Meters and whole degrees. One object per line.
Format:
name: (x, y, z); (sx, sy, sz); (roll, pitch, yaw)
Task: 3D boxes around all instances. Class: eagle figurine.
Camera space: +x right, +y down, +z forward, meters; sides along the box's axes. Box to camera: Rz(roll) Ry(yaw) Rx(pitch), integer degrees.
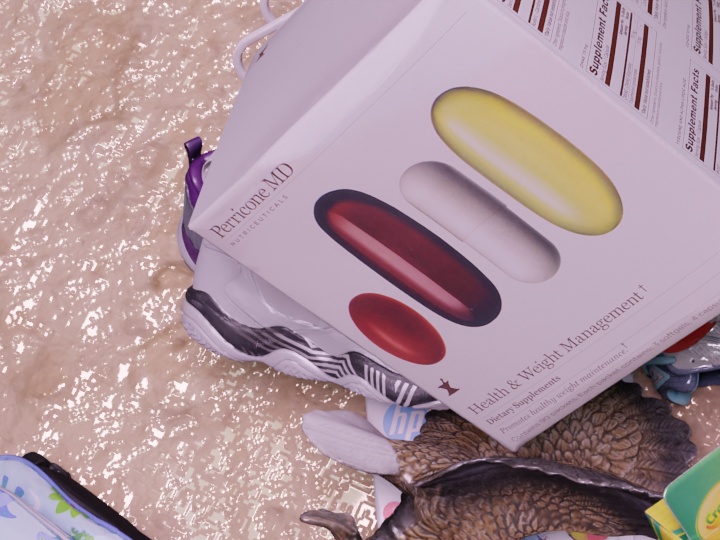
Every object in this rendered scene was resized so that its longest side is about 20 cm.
eagle figurine: (0.080, 0.118, 0.877); (0.200, 0.151, 0.152); (-29, 58, 10)

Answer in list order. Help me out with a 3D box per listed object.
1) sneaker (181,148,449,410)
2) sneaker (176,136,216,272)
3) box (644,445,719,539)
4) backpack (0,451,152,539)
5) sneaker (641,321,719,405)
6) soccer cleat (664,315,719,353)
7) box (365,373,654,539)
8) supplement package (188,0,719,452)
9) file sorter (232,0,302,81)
sneaker: (0.000, 0.000, 0.885); (0.200, 0.075, 0.115); (12, 118, 16)
sneaker: (-0.029, -0.002, 0.964); (0.200, 0.088, 0.074); (29, 57, 22)
box: (0.215, 0.143, 0.792); (0.117, 0.048, 0.200); (-34, 116, -10)
backpack: (-0.190, 0.220, 0.912); (0.183, 0.147, 0.200); (34, 84, 17)
sneaker: (0.177, 0.026, 0.954); (0.200, 0.078, 0.086); (25, 83, 14)
soccer cleat: (0.169, -0.057, 0.903); (0.069, 0.085, 0.200); (-3, 101, -17)
box: (0.090, 0.159, 0.946); (0.156, 0.041, 0.200); (-7, 73, 5)
supplement package: (0.066, -0.058, 0.776); (0.200, 0.191, 0.147); (35, 40, -18)
file sorter: (0.033, -0.163, 0.933); (0.139, 0.125, 0.200); (-22, 36, 37)
